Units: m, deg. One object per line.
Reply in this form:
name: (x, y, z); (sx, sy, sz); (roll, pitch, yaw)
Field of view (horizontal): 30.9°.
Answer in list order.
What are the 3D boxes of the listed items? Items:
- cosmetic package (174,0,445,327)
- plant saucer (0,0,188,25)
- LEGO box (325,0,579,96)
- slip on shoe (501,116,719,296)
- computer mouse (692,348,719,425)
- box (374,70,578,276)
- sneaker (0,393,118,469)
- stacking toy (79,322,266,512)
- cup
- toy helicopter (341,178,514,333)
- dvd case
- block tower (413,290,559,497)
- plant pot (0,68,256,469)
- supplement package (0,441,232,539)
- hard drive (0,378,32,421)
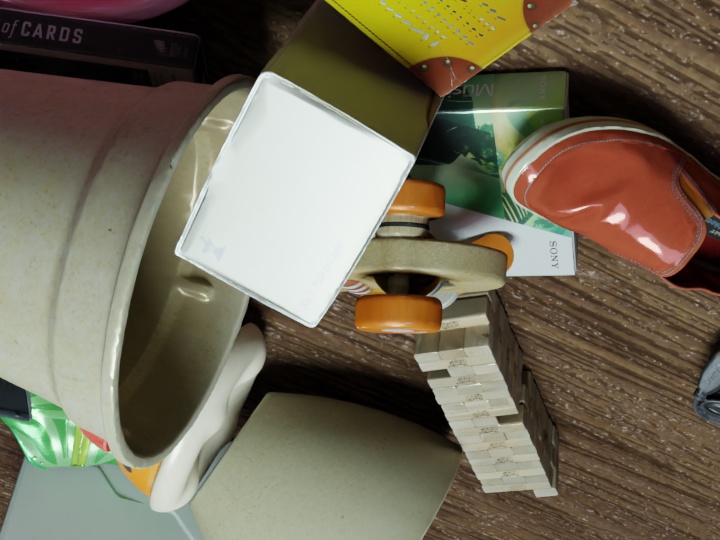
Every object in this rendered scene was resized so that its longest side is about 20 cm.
cosmetic package: (-0.006, -0.077, 0.609); (0.073, 0.200, 0.104); (29, 125, -4)
plant saucer: (-0.147, -0.207, 0.617); (0.200, 0.051, 0.201); (5, 142, 4)
LEGO box: (-0.004, -0.192, 0.527); (0.200, 0.149, 0.077); (35, 132, -29)
slip on shoe: (0.167, -0.031, 0.731); (0.200, 0.061, 0.074); (21, 123, -29)
computer mouse: (0.311, 0.058, 0.858); (0.140, 0.046, 0.200); (21, 145, -7)
box: (0.028, -0.052, 0.781); (0.199, 0.036, 0.145); (-2, 140, 11)
sneaker: (-0.213, 0.116, 0.993); (0.200, 0.074, 0.084); (35, 108, -17)
stacking toy: (-0.180, 0.066, 0.918); (0.200, 0.146, 0.146); (27, 141, 5)
cup: (-0.039, 0.171, 0.959); (0.143, 0.200, 0.200); (36, 138, 0)
toy helicopter: (0.000, 0.000, 0.767); (0.200, 0.079, 0.132); (-4, 172, 42)
dvd case: (-0.182, -0.103, 0.731); (0.199, 0.025, 0.150); (8, 163, 1)
block tower: (0.092, 0.089, 0.925); (0.058, 0.054, 0.200); (-8, 137, 21)
plant pot: (-0.163, -0.023, 0.661); (0.183, 0.201, 0.201); (16, 142, 11)
supplement package: (-0.184, 0.212, 1.048); (0.199, 0.156, 0.111); (17, 141, -11)
hard drive: (-0.297, 0.049, 0.752); (0.200, 0.042, 0.135); (5, 169, 35)
